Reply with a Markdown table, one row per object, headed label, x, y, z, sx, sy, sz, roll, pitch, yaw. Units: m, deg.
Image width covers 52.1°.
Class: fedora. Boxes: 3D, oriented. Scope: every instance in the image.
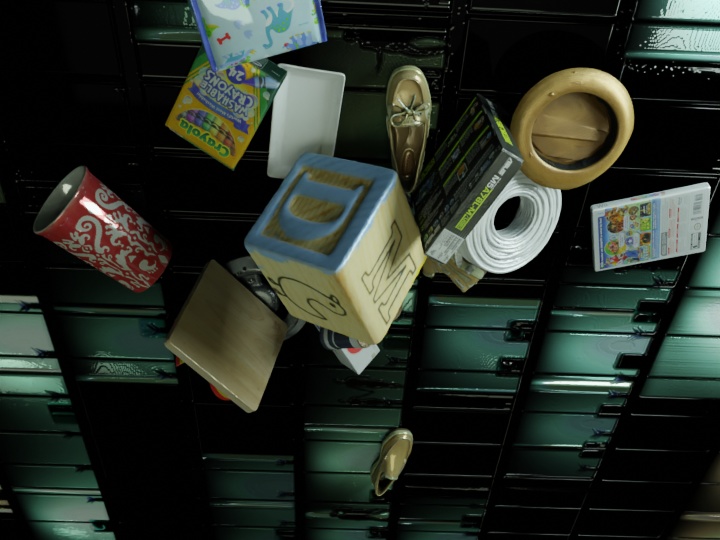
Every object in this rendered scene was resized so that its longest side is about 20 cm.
| label | x | y | z | sx | sy | sz | roll | pitch | yaw |
| --- | --- | --- | --- | --- | --- | --- | --- | --- | --- |
| fedora | 0.313 | -0.224 | 1.126 | 0.196 | 0.082 | 0.204 | -4 | 122 | -7 |

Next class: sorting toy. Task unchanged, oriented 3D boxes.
| label | x | y | z | sx | sy | sz | roll | pitch | yaw |
| --- | --- | --- | --- | --- | --- | --- | --- | --- | --- |
| sorting toy | -0.245 | 0.123 | 1.307 | 0.069 | 0.201 | 0.200 | -27 | 120 | 35 |

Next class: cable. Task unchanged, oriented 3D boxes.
| label | x | y | z | sx | sy | sz | roll | pitch | yaw |
| --- | --- | --- | --- | --- | --- | --- | --- | --- | --- |
| cable | 0.237 | -0.095 | 1.208 | 0.197 | 0.069 | 0.202 | -28 | 125 | -11 |

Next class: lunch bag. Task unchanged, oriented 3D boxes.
| label | x | y | z | sx | sy | sz | roll | pitch | yaw |
| --- | --- | --- | --- | --- | --- | --- | --- | --- | --- |
| lunch bag | -0.147 | -0.386 | 0.948 | 0.167 | 0.129 | 0.202 | -19 | 136 | -6 |

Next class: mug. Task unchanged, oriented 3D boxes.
| label | x | y | z | sx | sy | sz | roll | pitch | yaw |
| --- | --- | --- | --- | --- | --- | --- | --- | --- | --- |
| mug | -0.437 | -0.069 | 1.265 | 0.200 | 0.177 | 0.134 | 41 | 84 | -34 |

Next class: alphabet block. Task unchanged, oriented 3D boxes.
| label | x | y | z | sx | sy | sz | roll | pitch | yaw |
| --- | --- | --- | --- | --- | --- | --- | --- | --- | --- |
| alphabet block | -0.032 | -0.036 | 1.160 | 0.193 | 0.198 | 0.201 | 17 | 152 | 33 |

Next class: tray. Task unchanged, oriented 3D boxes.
| label | x | y | z | sx | sy | sz | roll | pitch | yaw |
| --- | --- | --- | --- | --- | --- | --- | --- | --- | --- |
| tray | -0.089 | -0.231 | 1.169 | 0.105 | 0.022 | 0.203 | 7 | 130 | -6 |

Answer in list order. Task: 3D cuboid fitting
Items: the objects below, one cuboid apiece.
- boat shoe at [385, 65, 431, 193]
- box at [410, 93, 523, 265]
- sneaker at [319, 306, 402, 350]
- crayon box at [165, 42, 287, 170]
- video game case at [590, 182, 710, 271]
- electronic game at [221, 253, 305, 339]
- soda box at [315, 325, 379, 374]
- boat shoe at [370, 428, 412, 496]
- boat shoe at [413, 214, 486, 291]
| label | x | y | z | sx | sy | sz | roll | pitch | yaw |
| --- | --- | --- | --- | --- | --- | --- | --- | --- | --- |
| boat shoe | 0.078 | -0.218 | 1.152 | 0.072 | 0.063 | 0.203 | -4 | 130 | 4 |
| box | 0.153 | -0.141 | 1.120 | 0.047 | 0.195 | 0.201 | 25 | 119 | -18 |
| sneaker | -0.002 | 0.081 | 1.344 | 0.107 | 0.200 | 0.071 | -11 | 109 | 32 |
| crayon box | -0.212 | -0.248 | 1.121 | 0.124 | 0.052 | 0.201 | 31 | 125 | -9 |
| video game case | 0.510 | -0.074 | 1.303 | 0.196 | 0.018 | 0.145 | -11 | 130 | 9 |
| electronic game | -0.192 | 0.057 | 1.398 | 0.195 | 0.042 | 0.203 | 0 | 122 | 0 |
| soda box | -0.040 | 0.104 | 1.408 | 0.068 | 0.063 | 0.201 | -44 | 128 | -17 |
| boat shoe | 0.075 | 0.450 | 1.706 | 0.070 | 0.077 | 0.202 | 11 | 129 | -9 |
| boat shoe | 0.134 | -0.023 | 1.291 | 0.198 | 0.072 | 0.076 | 34 | 104 | -25 |
